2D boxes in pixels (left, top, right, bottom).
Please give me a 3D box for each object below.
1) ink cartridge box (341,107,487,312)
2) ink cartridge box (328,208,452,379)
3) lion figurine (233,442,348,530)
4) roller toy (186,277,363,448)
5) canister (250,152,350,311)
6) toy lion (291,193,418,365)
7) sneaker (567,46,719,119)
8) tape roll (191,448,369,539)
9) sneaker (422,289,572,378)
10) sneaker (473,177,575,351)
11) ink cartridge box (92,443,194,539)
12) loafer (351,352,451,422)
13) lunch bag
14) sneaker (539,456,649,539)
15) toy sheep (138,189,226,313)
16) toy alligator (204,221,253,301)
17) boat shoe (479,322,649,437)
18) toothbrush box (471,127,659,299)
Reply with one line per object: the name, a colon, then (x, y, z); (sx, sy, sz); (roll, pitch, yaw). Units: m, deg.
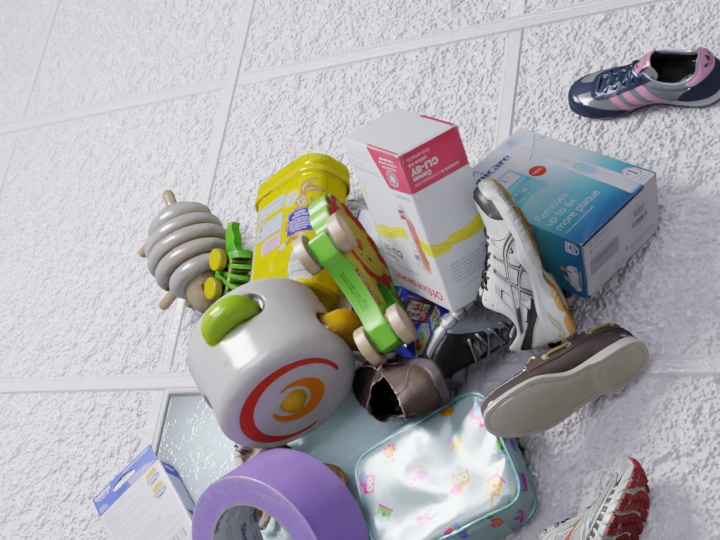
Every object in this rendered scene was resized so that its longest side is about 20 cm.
ink cartridge box: (0.073, -0.069, 1.281); (0.083, 0.202, 0.145); (-30, 25, -17)
ink cartridge box: (0.056, 0.026, 1.426); (0.198, 0.047, 0.200); (8, 72, 38)
lion figurine: (-0.075, 0.261, 1.379); (0.198, 0.073, 0.124); (9, 66, 24)
roller toy: (-0.103, 0.116, 1.355); (0.140, 0.198, 0.184); (53, 135, 38)
canister: (-0.083, -0.034, 1.493); (0.148, 0.086, 0.202); (-30, 46, 41)
toy lion: (0.000, 0.000, 1.353); (0.068, 0.192, 0.201); (-34, 90, 13)
sneaker: (0.335, -0.234, 1.352); (0.198, 0.082, 0.071); (-5, 64, 32)
tape roll: (-0.091, 0.311, 1.276); (0.198, 0.085, 0.202); (11, 110, 33)
sneaker: (0.168, 0.070, 1.293); (0.200, 0.075, 0.115); (-46, 55, -13)
sneaker: (0.157, 0.001, 1.216); (0.087, 0.201, 0.076); (-23, 14, 15)
ink cartridge box: (-0.270, 0.339, 1.476); (0.119, 0.042, 0.200); (-44, 53, 6)
loafer: (0.030, 0.137, 1.310); (0.070, 0.074, 0.200); (-25, 2, -24)
lunch bag: (0.096, 0.235, 1.266); (0.199, 0.077, 0.161); (-31, 51, 16)
sneaker: (0.225, 0.276, 1.159); (0.082, 0.078, 0.201); (32, 85, 41)
toy sheep: (-0.247, -0.028, 1.600); (0.137, 0.138, 0.201); (-34, 69, 14)
toy alligator: (-0.176, 0.036, 1.534); (0.054, 0.059, 0.202); (19, 102, 50)
boat shoe: (0.215, 0.117, 1.227); (0.198, 0.072, 0.060); (-25, 34, -9)
toothbrush box: (0.223, -0.072, 1.306); (0.146, 0.086, 0.199); (-39, 43, -26)
